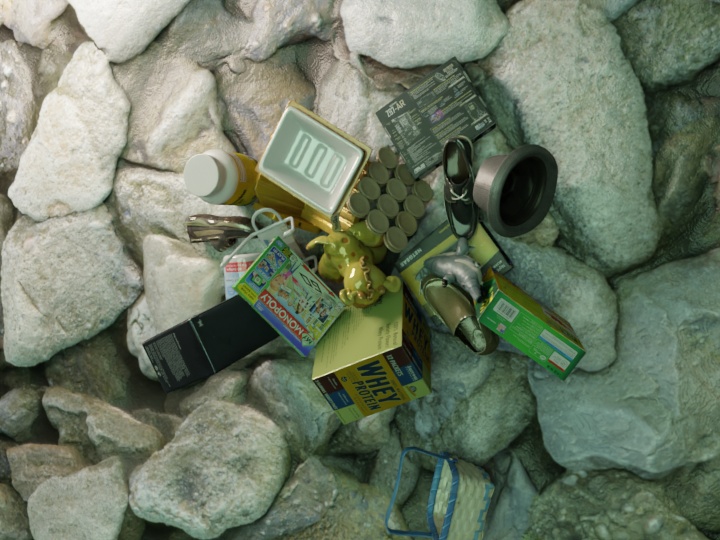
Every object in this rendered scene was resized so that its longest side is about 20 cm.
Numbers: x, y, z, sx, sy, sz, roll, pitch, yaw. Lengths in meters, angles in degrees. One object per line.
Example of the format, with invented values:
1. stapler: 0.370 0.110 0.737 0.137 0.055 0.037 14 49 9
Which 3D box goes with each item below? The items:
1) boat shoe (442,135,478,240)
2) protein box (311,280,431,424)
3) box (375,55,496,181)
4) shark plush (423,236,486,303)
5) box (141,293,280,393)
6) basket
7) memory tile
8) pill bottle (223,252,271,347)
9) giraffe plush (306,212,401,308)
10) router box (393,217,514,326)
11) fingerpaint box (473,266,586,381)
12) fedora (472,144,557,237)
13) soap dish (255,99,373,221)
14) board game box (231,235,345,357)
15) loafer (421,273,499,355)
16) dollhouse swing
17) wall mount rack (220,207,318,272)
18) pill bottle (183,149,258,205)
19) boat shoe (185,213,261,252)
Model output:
1. boat shoe: 0.190 -0.157 1.468 0.070 0.067 0.206 -2 99 18
2. protein box: 0.027 0.163 1.512 0.196 0.201 0.136 -22 122 19
3. box: 0.151 -0.304 1.525 0.198 0.043 0.162 -34 82 8
4. shark plush: 0.186 0.022 1.424 0.081 0.202 0.093 -10 127 -11
5. box: -0.297 0.137 1.521 0.198 0.195 0.120 -25 93 43
6. basket: 0.157 0.459 1.522 0.195 0.139 0.181 14 98 -13
7. memory tile: 0.062 -0.143 1.505 0.152 0.202 0.017 39 141 -10
8. pill bottle: -0.244 0.066 1.666 0.106 0.108 0.207 -4 92 19
9. giraffe plush: 0.000 0.000 1.498 0.170 0.200 0.164 -31 62 5
10. router box: 0.189 -0.010 1.541 0.199 0.052 0.159 -40 81 17
11. fingerpaint box: 0.310 0.097 1.419 0.198 0.167 0.074 35 105 -5
12. fedora: 0.285 -0.161 1.451 0.089 0.197 0.182 27 120 41
13. soap dish: -0.090 -0.217 1.495 0.197 0.081 0.160 32 101 10
14. board game box: -0.140 0.052 1.499 0.200 0.029 0.135 45 72 -13
15. loafer: 0.195 0.085 1.483 0.200 0.067 0.076 44 106 7
16. dollhouse swing: -0.099 -0.180 1.560 0.175 0.178 0.205 38 109 58
17. wall mount rack: -0.189 -0.024 1.575 0.170 0.076 0.202 -23 129 10
18. pill bottle: -0.292 -0.198 1.620 0.109 0.199 0.116 1 94 19
19. boat shoe: -0.308 -0.083 1.708 0.195 0.074 0.076 8 106 27
